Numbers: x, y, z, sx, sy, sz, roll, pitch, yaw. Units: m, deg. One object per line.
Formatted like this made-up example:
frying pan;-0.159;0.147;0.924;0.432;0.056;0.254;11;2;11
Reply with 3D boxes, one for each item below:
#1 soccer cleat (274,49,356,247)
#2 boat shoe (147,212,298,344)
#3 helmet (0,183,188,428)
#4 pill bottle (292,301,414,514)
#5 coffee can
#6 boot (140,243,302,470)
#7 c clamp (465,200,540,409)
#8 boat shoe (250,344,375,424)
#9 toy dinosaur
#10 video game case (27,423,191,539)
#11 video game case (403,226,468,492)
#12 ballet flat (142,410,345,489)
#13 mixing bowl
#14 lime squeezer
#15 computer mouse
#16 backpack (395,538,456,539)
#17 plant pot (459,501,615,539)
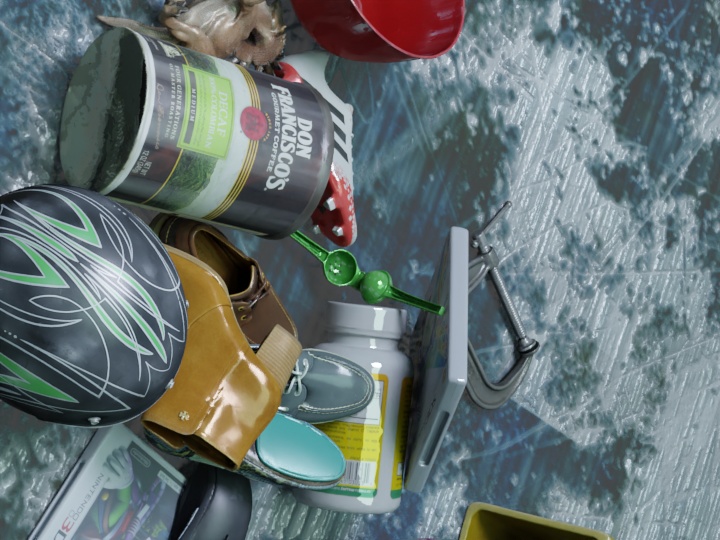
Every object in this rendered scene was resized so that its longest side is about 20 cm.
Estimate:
soccer cleat;-0.033;-0.122;1.468;0.085;0.068;0.202;-33;110;-34
boat shoe;-0.121;0.021;1.394;0.200;0.067;0.072;49;62;-34
helmet;-0.239;0.028;1.199;0.199;0.190;0.203;-4;95;-42
pill bottle;-0.004;0.135;1.482;0.112;0.112;0.202;7;89;-43
coffee can;-0.144;-0.117;1.301;0.199;0.146;0.148;12;85;-39
boot;-0.159;0.074;1.300;0.200;0.071;0.145;34;57;0
c clamp;0.155;0.049;1.683;0.170;0.027;0.202;-38;117;-35
boat shoe;-0.078;0.105;1.385;0.198;0.062;0.074;10;86;-12
toy dinosaur;-0.138;-0.215;1.360;0.198;0.086;0.136;-21;144;-24
video game case;-0.213;0.266;1.357;0.200;0.023;0.183;48;62;-35
video game case;0.075;0.089;1.479;0.022;0.183;0.201;11;46;-6
ballet flat;-0.111;0.160;1.367;0.199;0.074;0.075;24;76;-19
mixing bowl;-0.001;-0.281;1.440;0.199;0.108;0.202;23;57;-41
lime squeezer;0.000;0.000;1.468;0.038;0.199;0.071;-53;165;-27
computer mouse;-0.129;0.282;1.390;0.140;0.046;0.201;38;67;-36
backpack;0.091;0.352;1.499;0.174;0.200;0.155;6;91;-7
plant pot;0.226;0.397;1.673;0.199;0.193;0.197;30;73;-46
